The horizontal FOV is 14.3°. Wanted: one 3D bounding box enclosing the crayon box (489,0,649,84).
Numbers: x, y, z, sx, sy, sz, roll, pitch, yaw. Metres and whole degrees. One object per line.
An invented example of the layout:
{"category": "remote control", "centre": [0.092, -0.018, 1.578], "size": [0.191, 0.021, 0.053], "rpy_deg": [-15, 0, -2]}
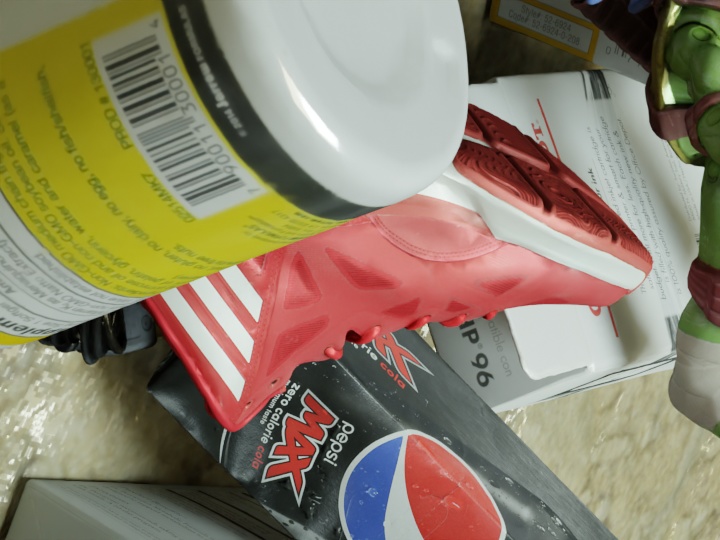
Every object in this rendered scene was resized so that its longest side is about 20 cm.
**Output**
{"category": "crayon box", "centre": [0.130, -0.170, 1.074], "size": [0.051, 0.125, 0.201], "rpy_deg": [-15, 124, -49]}

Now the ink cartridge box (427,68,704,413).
{"category": "ink cartridge box", "centre": [0.076, -0.013, 1.103], "size": [0.200, 0.068, 0.116], "rpy_deg": [-9, 78, -54]}

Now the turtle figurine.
{"category": "turtle figurine", "centre": [0.172, -0.037, 0.986], "size": [0.144, 0.199, 0.195], "rpy_deg": [-86, 174, -53]}

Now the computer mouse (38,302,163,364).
{"category": "computer mouse", "centre": [-0.033, -0.033, 0.992], "size": [0.200, 0.046, 0.141], "rpy_deg": [-27, 144, -57]}

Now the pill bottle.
{"category": "pill bottle", "centre": [-0.080, -0.045, 0.790], "size": [0.114, 0.199, 0.115], "rpy_deg": [35, 45, -45]}

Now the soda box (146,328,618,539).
{"category": "soda box", "centre": [0.021, 0.081, 1.021], "size": [0.063, 0.200, 0.071], "rpy_deg": [-42, -173, 23]}

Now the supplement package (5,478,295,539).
{"category": "supplement package", "centre": [-0.041, 0.151, 1.068], "size": [0.200, 0.109, 0.114], "rpy_deg": [8, 106, -55]}

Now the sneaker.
{"category": "sneaker", "centre": [0.000, 0.000, 0.958], "size": [0.200, 0.078, 0.116], "rpy_deg": [21, 112, -37]}
